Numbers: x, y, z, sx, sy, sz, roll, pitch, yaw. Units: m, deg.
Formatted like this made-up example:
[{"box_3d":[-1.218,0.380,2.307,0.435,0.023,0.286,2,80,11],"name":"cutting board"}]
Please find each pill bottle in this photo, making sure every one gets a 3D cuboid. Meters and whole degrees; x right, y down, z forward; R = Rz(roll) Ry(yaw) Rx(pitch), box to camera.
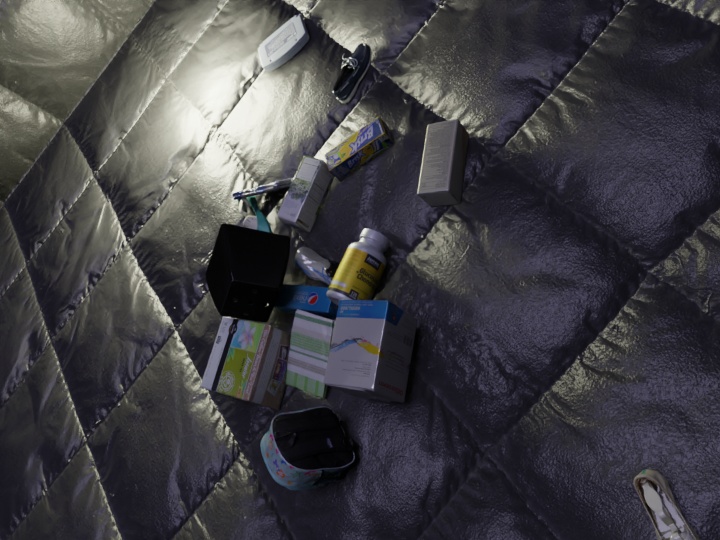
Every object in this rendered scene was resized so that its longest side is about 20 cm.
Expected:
[{"box_3d":[0.000,0.000,1.656,0.111,0.112,0.203,15,73,38],"name":"pill bottle"}]

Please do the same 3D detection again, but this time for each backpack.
[{"box_3d":[-0.136,0.422,1.520,0.151,0.198,0.179,-54,49,28],"name":"backpack"}]

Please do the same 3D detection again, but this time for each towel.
[{"box_3d":[-0.274,-0.249,1.946,0.197,0.146,0.024,-9,98,36],"name":"towel"},{"box_3d":[-0.127,0.215,1.683,0.147,0.030,0.204,13,96,39],"name":"towel"}]

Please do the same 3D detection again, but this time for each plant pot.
[{"box_3d":[-0.302,0.022,1.742,0.179,0.196,0.201,-103,32,-46],"name":"plant pot"}]

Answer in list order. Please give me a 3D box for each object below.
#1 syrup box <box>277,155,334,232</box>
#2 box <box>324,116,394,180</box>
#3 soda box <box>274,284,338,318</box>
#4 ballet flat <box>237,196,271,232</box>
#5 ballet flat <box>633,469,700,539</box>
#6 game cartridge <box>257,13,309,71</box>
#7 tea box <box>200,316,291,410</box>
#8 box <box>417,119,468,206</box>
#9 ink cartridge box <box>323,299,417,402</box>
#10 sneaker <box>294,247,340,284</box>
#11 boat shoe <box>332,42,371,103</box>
[{"box_3d":[-0.156,-0.223,1.887,0.078,0.081,0.203,18,82,36],"name":"syrup box"},{"box_3d":[-0.004,-0.347,1.846,0.198,0.064,0.071,-31,56,20],"name":"box"},{"box_3d":[-0.140,0.083,1.754,0.197,0.064,0.069,3,72,36],"name":"soda box"},{"box_3d":[-0.335,-0.162,1.988,0.201,0.069,0.068,60,136,37],"name":"ballet flat"},{"box_3d":[0.538,0.445,1.123,0.069,0.069,0.202,-33,55,18],"name":"ballet flat"},{"box_3d":[-0.266,-0.783,2.236,0.198,0.041,0.135,-31,52,21],"name":"game cartridge"},{"box_3d":[-0.297,0.249,1.747,0.194,0.133,0.204,5,73,35],"name":"tea box"},{"box_3d":[0.213,-0.273,1.653,0.093,0.077,0.204,-1,70,34],"name":"box"},{"box_3d":[0.025,0.187,1.494,0.142,0.147,0.204,0,70,34],"name":"ink cartridge box"},{"box_3d":[-0.103,0.005,1.771,0.199,0.071,0.074,32,128,32],"name":"sneaker"},{"box_3d":[-0.029,-0.615,1.980,0.074,0.062,0.203,23,84,41],"name":"boat shoe"}]
